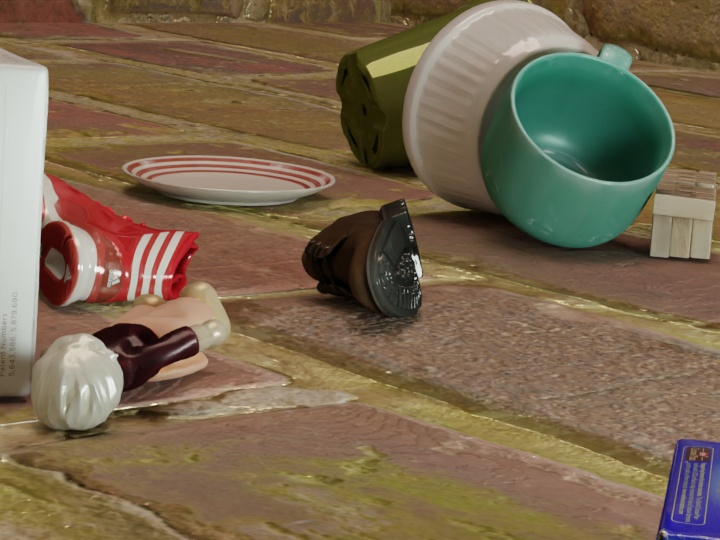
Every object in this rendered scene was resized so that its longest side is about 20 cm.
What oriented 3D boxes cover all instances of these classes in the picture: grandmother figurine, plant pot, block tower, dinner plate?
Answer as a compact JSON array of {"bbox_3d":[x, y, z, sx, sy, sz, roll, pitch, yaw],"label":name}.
[{"bbox_3d":[-0.136,0.051,1.389,0.121,0.061,0.200,-22,4,20],"label":"grandmother figurine"},{"bbox_3d":[0.082,-0.183,2.454,0.189,0.201,0.200,-14,16,-19],"label":"plant pot"},{"bbox_3d":[0.286,-0.051,2.089,0.054,0.058,0.200,5,9,8],"label":"block tower"},{"bbox_3d":[-0.123,-0.082,2.199,0.199,0.024,0.200,3,10,0],"label":"dinner plate"}]

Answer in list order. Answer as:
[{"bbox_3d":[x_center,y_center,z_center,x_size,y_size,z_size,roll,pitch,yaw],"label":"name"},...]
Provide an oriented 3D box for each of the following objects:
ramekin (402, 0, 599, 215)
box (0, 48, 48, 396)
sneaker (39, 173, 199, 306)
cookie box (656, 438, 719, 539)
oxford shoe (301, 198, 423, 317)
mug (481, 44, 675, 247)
[{"bbox_3d":[0.145,-0.140,2.150,0.202,0.203,0.094,-3,20,-31],"label":"ramekin"},{"bbox_3d":[-0.278,-0.040,1.421,0.130,0.201,0.199,0,11,-23],"label":"box"},{"bbox_3d":[-0.187,-0.016,1.726,0.115,0.079,0.200,8,20,-24],"label":"sneaker"},{"bbox_3d":[0.226,0.134,0.996,0.199,0.076,0.171,5,10,10],"label":"cookie box"},{"bbox_3d":[0.000,0.000,1.711,0.084,0.073,0.200,-13,8,3],"label":"oxford shoe"},{"bbox_3d":[0.192,-0.100,2.045,0.185,0.115,0.152,-23,63,-36],"label":"mug"}]
